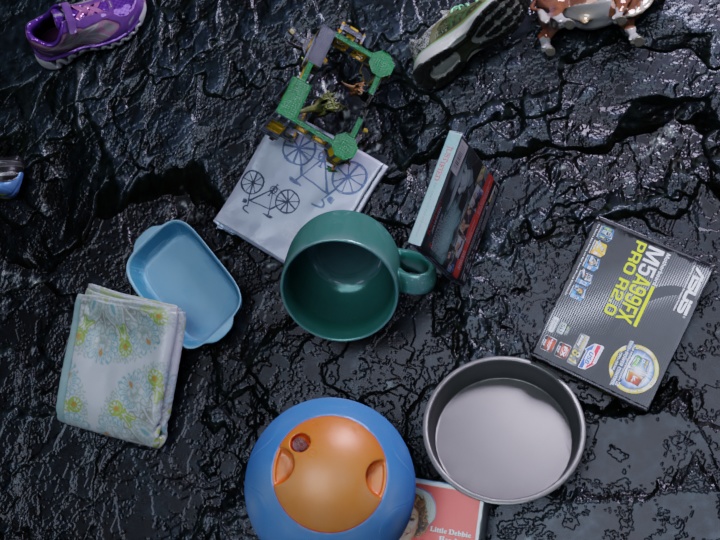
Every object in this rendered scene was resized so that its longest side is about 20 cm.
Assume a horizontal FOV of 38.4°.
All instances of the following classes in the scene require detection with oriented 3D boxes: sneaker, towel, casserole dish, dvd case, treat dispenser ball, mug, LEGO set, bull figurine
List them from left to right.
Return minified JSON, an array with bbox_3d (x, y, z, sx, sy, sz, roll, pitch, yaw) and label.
[{"bbox_3d":[-0.598,-0.175,1.584,0.198,0.071,0.083,22,79,13],"label":"sneaker"},{"bbox_3d":[-0.423,-0.377,1.569,0.199,0.088,0.081,-23,72,7],"label":"sneaker"},{"bbox_3d":[-0.333,0.130,1.434,0.170,0.048,0.202,10,91,24],"label":"towel"},{"bbox_3d":[-0.245,0.021,1.460,0.121,0.039,0.200,-42,72,2],"label":"casserole dish"},{"bbox_3d":[-0.051,-0.236,1.436,0.153,0.116,0.202,20,77,-16],"label":"LEGO set"},{"bbox_3d":[-0.035,0.249,1.199,0.199,0.201,0.203,-3,77,14],"label":"treat dispenser ball"},{"bbox_3d":[-0.009,0.006,1.353,0.184,0.115,0.153,27,118,-11],"label":"mug"},{"bbox_3d":[0.122,-0.073,1.300,0.022,0.200,0.147,18,84,23],"label":"dvd case"},{"bbox_3d":[0.141,-0.343,1.420,0.199,0.077,0.089,-35,55,12],"label":"sneaker"},{"bbox_3d":[0.324,-0.348,1.370,0.198,0.065,0.122,-7,43,21],"label":"bull figurine"}]

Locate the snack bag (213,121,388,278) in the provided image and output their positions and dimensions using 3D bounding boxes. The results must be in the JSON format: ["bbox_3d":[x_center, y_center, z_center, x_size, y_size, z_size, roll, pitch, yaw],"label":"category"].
[{"bbox_3d":[-0.086,-0.105,1.456,0.188,0.021,0.201,30,86,19],"label":"snack bag"}]

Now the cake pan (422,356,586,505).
[{"bbox_3d":[0.176,0.201,1.275,0.198,0.037,0.202,-4,54,5],"label":"cake pan"}]

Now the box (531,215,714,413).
[{"bbox_3d":[0.328,0.054,1.300,0.159,0.044,0.201,26,86,19],"label":"box"}]

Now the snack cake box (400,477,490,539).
[{"bbox_3d":[0.058,0.317,1.301,0.198,0.067,0.116,7,78,16],"label":"snack cake box"}]
